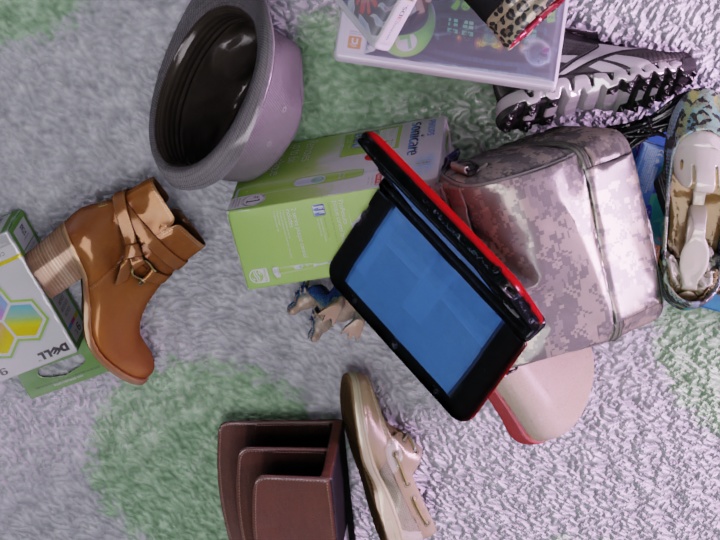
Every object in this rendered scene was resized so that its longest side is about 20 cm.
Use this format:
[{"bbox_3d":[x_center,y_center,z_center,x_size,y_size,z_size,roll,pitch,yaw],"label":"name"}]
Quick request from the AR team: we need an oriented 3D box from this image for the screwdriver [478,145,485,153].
[{"bbox_3d":[0.168,-0.039,1.768,0.028,0.029,0.200,-29,115,18],"label":"screwdriver"}]

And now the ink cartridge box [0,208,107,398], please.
[{"bbox_3d":[-0.346,0.049,1.854,0.103,0.059,0.201,-20,113,15],"label":"ink cartridge box"}]

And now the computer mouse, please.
[{"bbox_3d":[0.287,-0.055,1.691,0.140,0.046,0.201,-17,112,13],"label":"computer mouse"}]

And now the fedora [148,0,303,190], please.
[{"bbox_3d":[-0.112,-0.162,1.689,0.090,0.176,0.201,18,88,-40],"label":"fedora"}]

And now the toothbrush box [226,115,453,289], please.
[{"bbox_3d":[-0.012,-0.064,1.714,0.199,0.146,0.087,-8,116,11],"label":"toothbrush box"}]

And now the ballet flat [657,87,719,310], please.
[{"bbox_3d":[0.303,-0.060,1.633,0.074,0.074,0.201,1,102,5],"label":"ballet flat"}]

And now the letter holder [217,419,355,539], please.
[{"bbox_3d":[-0.084,0.263,1.903,0.141,0.101,0.201,0,122,8],"label":"letter holder"}]

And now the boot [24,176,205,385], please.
[{"bbox_3d":[-0.218,0.013,1.820,0.154,0.074,0.200,-32,125,4],"label":"boot"}]

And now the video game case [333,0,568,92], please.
[{"bbox_3d":[0.087,-0.261,1.622,0.199,0.023,0.183,8,85,1],"label":"video game case"}]

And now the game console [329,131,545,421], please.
[{"bbox_3d":[0.048,0.008,1.550,0.119,0.172,0.200,-43,67,1],"label":"game console"}]

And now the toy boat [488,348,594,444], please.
[{"bbox_3d":[0.135,0.080,1.800,0.130,0.131,0.200,-14,118,46],"label":"toy boat"}]

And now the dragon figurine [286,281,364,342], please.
[{"bbox_3d":[0.000,0.000,1.781,0.059,0.100,0.200,31,111,-24],"label":"dragon figurine"}]

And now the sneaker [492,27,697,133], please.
[{"bbox_3d":[0.208,-0.188,1.670,0.199,0.091,0.067,-12,158,-10],"label":"sneaker"}]

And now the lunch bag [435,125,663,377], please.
[{"bbox_3d":[0.159,-0.023,1.643,0.139,0.167,0.201,10,117,52],"label":"lunch bag"}]

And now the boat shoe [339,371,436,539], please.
[{"bbox_3d":[0.029,0.191,1.884,0.065,0.072,0.201,-18,106,-9],"label":"boat shoe"}]

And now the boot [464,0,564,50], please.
[{"bbox_3d":[0.142,-0.306,1.576,0.204,0.073,0.154,-44,83,5],"label":"boot"}]

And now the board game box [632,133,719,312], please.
[{"bbox_3d":[0.339,-0.039,1.745,0.199,0.045,0.153,16,117,-1],"label":"board game box"}]

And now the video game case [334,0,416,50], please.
[{"bbox_3d":[0.013,-0.318,1.570,0.023,0.200,0.183,6,125,-40],"label":"video game case"}]
